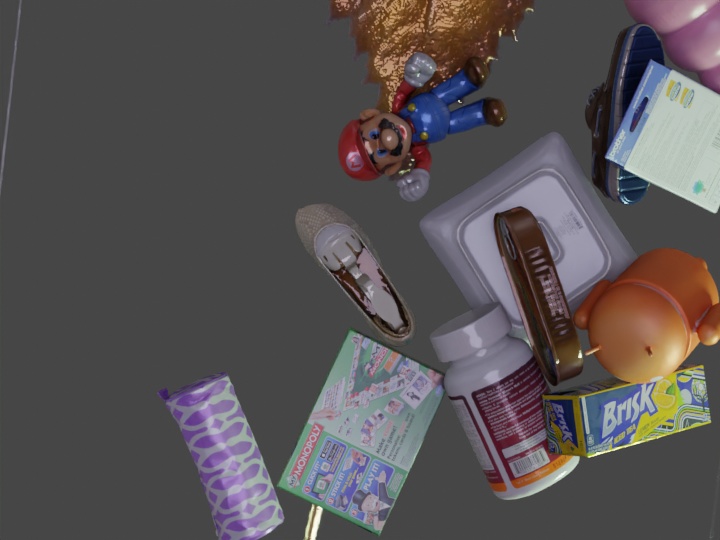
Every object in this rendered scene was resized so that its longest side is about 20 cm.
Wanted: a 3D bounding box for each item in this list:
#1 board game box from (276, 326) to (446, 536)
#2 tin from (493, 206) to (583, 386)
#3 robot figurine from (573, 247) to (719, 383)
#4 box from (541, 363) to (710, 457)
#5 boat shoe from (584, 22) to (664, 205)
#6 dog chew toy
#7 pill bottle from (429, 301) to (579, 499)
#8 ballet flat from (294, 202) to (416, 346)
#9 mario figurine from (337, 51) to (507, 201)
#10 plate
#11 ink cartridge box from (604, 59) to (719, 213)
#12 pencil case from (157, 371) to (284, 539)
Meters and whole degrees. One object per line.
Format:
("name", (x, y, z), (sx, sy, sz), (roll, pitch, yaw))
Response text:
("board game box", (0.004, 0.185, 1.692), (0.133, 0.029, 0.202), (26, 91, -1))
("tin", (0.197, 0.027, 1.619), (0.041, 0.112, 0.203), (-19, 93, -9))
("robot figurine", (0.321, 0.050, 1.611), (0.144, 0.200, 0.117), (40, 129, 12))
("box", (0.297, 0.154, 1.628), (0.198, 0.064, 0.071), (-9, 92, -34))
("boat shoe", (0.289, -0.179, 1.648), (0.071, 0.072, 0.203), (-5, 107, -35))
("dog chew toy", (0.382, -0.282, 1.644), (0.124, 0.125, 0.201), (-36, 99, 0))
("pill bottle", (0.160, 0.145, 1.647), (0.108, 0.110, 0.202), (-25, 95, 0))
("ballet flat", (0.000, 0.000, 1.671), (0.067, 0.062, 0.201), (-40, 91, -3))
("mario figurine", (0.067, -0.162, 1.644), (0.198, 0.106, 0.124), (-28, 57, -7))
("plate", (0.199, -0.026, 1.688), (0.199, 0.032, 0.201), (-33, 91, 0))
("ink cartridge box", (0.351, -0.151, 1.624), (0.198, 0.042, 0.121), (19, 101, -39))
("pencil case", (-0.156, 0.218, 1.669), (0.085, 0.084, 0.203), (-20, 90, 23))
